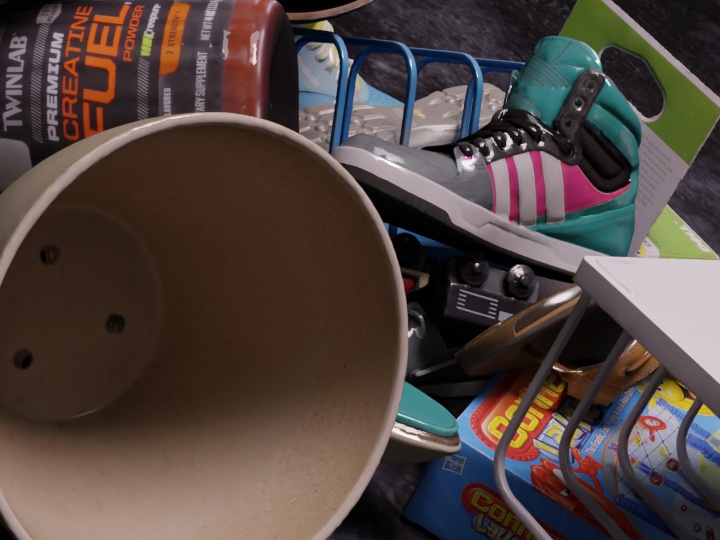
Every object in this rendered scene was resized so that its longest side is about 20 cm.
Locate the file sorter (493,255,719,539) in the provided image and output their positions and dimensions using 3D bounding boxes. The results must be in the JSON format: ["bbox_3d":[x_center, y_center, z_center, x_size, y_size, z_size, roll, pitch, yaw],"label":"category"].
[{"bbox_3d":[0.184,0.083,0.846,0.199,0.125,0.139,1,35,-43],"label":"file sorter"}]

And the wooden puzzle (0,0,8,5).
[{"bbox_3d":[-0.183,-0.165,0.865,0.185,0.046,0.200,-28,35,-30],"label":"wooden puzzle"}]

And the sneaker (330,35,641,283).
[{"bbox_3d":[0.077,-0.070,0.948,0.199,0.121,0.083,19,-5,-37],"label":"sneaker"}]

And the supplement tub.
[{"bbox_3d":[-0.133,-0.077,0.858,0.199,0.107,0.107,0,26,7],"label":"supplement tub"}]

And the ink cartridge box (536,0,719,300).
[{"bbox_3d":[0.156,-0.050,1.103,0.075,0.201,0.148,5,34,-38],"label":"ink cartridge box"}]

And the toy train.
[{"bbox_3d":[0.000,0.000,0.924,0.199,0.046,0.034,15,-11,-20],"label":"toy train"}]

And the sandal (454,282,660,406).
[{"bbox_3d":[0.135,0.045,0.950,0.199,0.082,0.055,7,53,-47],"label":"sandal"}]

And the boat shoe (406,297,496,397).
[{"bbox_3d":[0.018,0.034,0.979,0.199,0.062,0.073,-3,40,-45],"label":"boat shoe"}]

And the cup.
[{"bbox_3d":[-0.100,0.029,0.771,0.200,0.201,0.143,7,4,-35],"label":"cup"}]

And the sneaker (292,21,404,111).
[{"bbox_3d":[-0.030,-0.150,1.193,0.199,0.131,0.080,17,27,-22],"label":"sneaker"}]

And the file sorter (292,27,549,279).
[{"bbox_3d":[0.024,-0.068,1.046,0.199,0.123,0.139,4,6,-36],"label":"file sorter"}]

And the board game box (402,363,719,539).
[{"bbox_3d":[0.147,0.121,0.949,0.195,0.056,0.200,32,27,10],"label":"board game box"}]

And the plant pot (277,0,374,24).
[{"bbox_3d":[-0.042,-0.220,1.035,0.186,0.188,0.200,26,-3,-2],"label":"plant pot"}]

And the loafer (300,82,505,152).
[{"bbox_3d":[0.017,-0.072,1.170,0.199,0.070,0.070,-9,37,-24],"label":"loafer"}]

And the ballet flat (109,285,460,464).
[{"bbox_3d":[-0.045,0.054,0.878,0.199,0.070,0.069,31,26,15],"label":"ballet flat"}]
